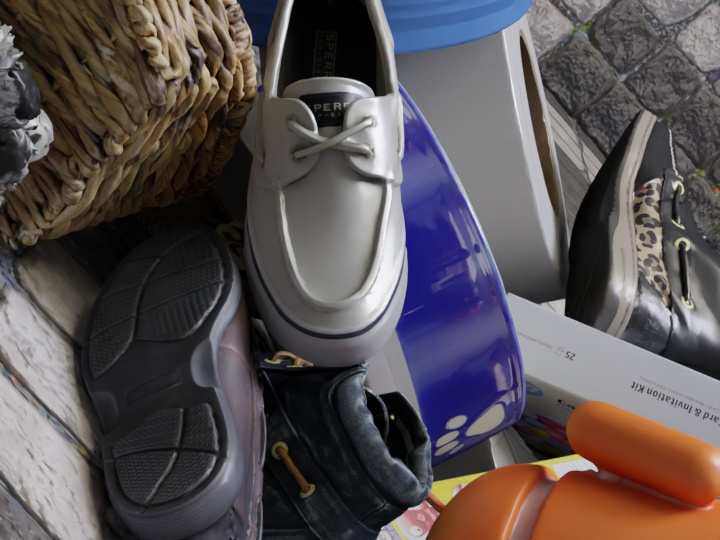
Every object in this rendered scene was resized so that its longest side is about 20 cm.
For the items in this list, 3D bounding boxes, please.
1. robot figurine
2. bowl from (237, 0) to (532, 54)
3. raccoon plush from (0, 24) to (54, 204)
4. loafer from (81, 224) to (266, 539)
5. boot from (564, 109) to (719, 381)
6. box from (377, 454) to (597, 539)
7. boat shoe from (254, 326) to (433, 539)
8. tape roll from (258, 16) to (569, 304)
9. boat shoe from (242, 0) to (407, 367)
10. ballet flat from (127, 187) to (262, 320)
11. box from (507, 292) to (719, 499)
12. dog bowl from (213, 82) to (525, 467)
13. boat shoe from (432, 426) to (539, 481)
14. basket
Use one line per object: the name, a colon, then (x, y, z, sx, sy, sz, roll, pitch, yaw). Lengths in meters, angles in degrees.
robot figurine: (0.106, 0.141, 0.956, 0.117, 0.198, 0.145, -61, 153, -43)
bowl: (-0.004, -0.157, 1.222, 0.201, 0.199, 0.040, -101, -170, -66)
raccoon plush: (-0.195, -0.091, 0.881, 0.200, 0.097, 0.134, 44, 6, -28)
loafer: (-0.072, 0.057, 0.963, 0.201, 0.071, 0.063, -98, 167, -57)
boot: (0.195, 0.001, 1.311, 0.150, 0.073, 0.200, 24, 33, -6)
box: (0.073, 0.152, 1.091, 0.199, 0.048, 0.118, -3, 52, -47)
boat shoe: (-0.023, 0.064, 1.025, 0.071, 0.091, 0.201, 43, 14, -31)
tape roll: (0.035, -0.070, 1.343, 0.203, 0.138, 0.204, -11, 90, -81)
boat shoe: (-0.012, -0.056, 1.008, 0.066, 0.071, 0.201, 92, 2, -55)
ballet flat: (-0.089, -0.043, 1.145, 0.067, 0.046, 0.200, 35, 10, -41)
box: (0.140, 0.085, 1.268, 0.155, 0.041, 0.200, 23, -16, 8)
dog bowl: (0.000, 0.000, 1.132, 0.201, 0.078, 0.200, 61, -13, 25)
boat shoe: (0.083, 0.132, 1.216, 0.068, 0.072, 0.201, -1, 50, -52)
basket: (-0.127, -0.133, 1.026, 0.200, 0.143, 0.149, 50, 30, 11)
